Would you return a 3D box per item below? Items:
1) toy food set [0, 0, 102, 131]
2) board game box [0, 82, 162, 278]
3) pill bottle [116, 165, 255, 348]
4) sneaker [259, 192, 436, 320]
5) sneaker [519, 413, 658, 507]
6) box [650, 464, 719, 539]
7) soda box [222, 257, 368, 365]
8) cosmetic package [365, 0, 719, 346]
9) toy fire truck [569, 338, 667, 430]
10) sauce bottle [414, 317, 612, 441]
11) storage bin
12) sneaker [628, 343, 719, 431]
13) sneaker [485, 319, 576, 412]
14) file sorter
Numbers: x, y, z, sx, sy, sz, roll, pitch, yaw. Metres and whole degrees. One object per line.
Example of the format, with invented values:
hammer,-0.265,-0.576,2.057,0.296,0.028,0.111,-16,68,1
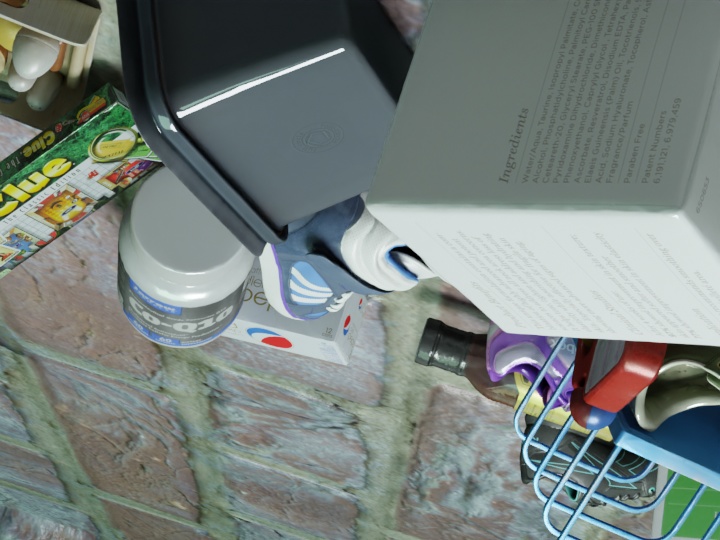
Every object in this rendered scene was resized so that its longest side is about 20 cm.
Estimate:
toy food set,-0.266,-0.158,1.353,0.142,0.061,0.200,21,161,-7
board game box,-0.239,-0.062,1.440,0.199,0.024,0.105,-34,151,13
pill bottle,-0.144,-0.013,1.558,0.113,0.115,0.200,19,162,-1
sneaker,0.000,0.000,1.507,0.145,0.081,0.200,17,156,18
sneaker,0.243,0.198,1.841,0.199,0.080,0.075,20,161,-9
box,0.382,0.242,1.629,0.199,0.173,0.198,15,168,-40
soda box,-0.098,0.023,1.690,0.198,0.069,0.064,13,161,16
cosmetic package,0.143,-0.067,1.049,0.199,0.168,0.167,3,156,37
toy fire truck,0.175,0.015,1.244,0.111,0.169,0.200,19,161,-2
sauce bottle,0.145,0.090,1.611,0.198,0.067,0.066,17,162,2
storage bin,-0.045,-0.121,1.162,0.133,0.147,0.200,-17,150,14
sneaker,0.267,0.055,1.293,0.199,0.090,0.067,-21,131,29
sneaker,0.186,0.079,1.541,0.199,0.089,0.081,19,163,-2
file sorter,0.205,0.143,1.426,0.138,0.123,0.200,24,-159,-16
